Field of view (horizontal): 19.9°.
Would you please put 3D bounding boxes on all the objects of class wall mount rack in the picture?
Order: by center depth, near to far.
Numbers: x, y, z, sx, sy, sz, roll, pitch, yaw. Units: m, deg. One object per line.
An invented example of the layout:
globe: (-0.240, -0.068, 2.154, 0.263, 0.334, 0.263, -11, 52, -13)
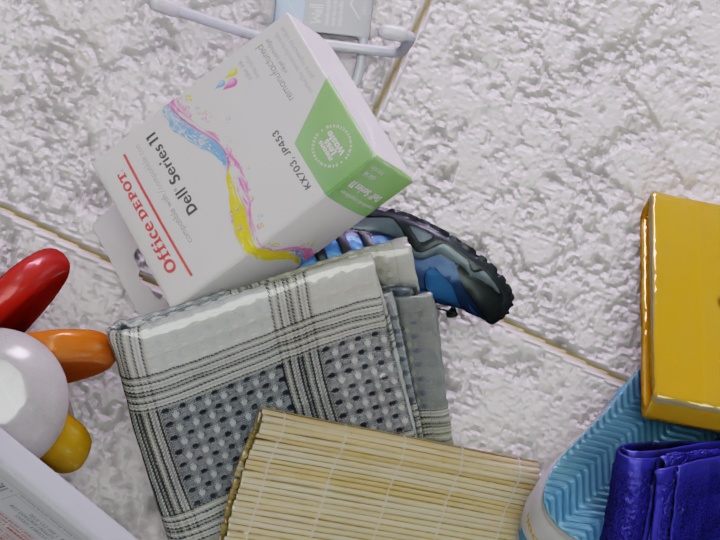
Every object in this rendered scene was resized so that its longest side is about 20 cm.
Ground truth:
wall mount rack: (-0.046, -0.212, 1.336, 0.173, 0.075, 0.201, 6, 81, -6)

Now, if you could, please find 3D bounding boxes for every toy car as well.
toy car: (-0.243, 0.040, 1.230, 0.199, 0.175, 0.151, 20, 77, -3)

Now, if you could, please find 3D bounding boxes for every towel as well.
towel: (0.199, 0.202, 1.264, 0.147, 0.049, 0.201, -1, 104, -42)
towel: (-0.039, 0.088, 1.269, 0.199, 0.035, 0.194, -18, 118, -9)

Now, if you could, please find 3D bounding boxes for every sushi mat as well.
sushi mat: (0.013, 0.148, 1.285, 0.199, 0.012, 0.096, 12, 101, -23)

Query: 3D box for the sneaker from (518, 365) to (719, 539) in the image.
sneaker: (0.176, 0.116, 1.320, 0.200, 0.081, 0.077, -33, 77, -30)

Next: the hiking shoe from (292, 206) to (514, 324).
hiking shoe: (0.000, 0.000, 1.320, 0.199, 0.074, 0.087, 24, 84, 8)

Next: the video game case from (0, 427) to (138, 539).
video game case: (-0.231, 0.148, 1.187, 0.200, 0.182, 0.022, 44, 44, -29)

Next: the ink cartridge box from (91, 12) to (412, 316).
ink cartridge box: (-0.084, -0.049, 1.268, 0.200, 0.067, 0.117, -37, 69, 13)

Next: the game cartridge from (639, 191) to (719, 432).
game cartridge: (0.278, 0.040, 1.319, 0.199, 0.033, 0.177, 13, 48, -6)
